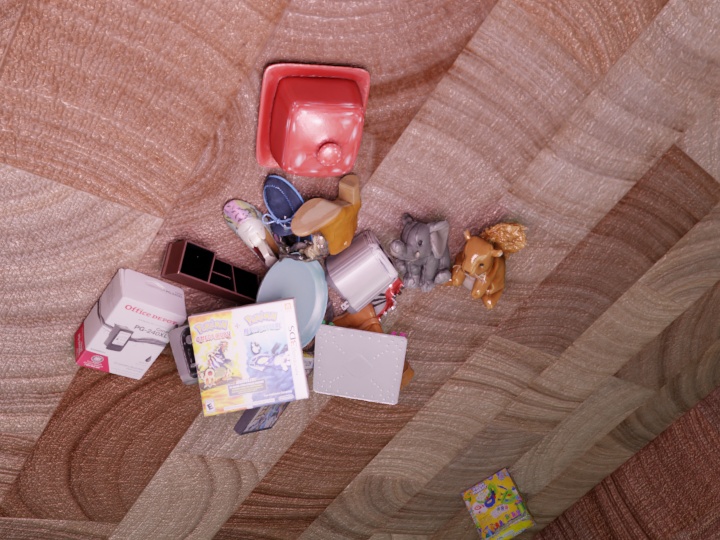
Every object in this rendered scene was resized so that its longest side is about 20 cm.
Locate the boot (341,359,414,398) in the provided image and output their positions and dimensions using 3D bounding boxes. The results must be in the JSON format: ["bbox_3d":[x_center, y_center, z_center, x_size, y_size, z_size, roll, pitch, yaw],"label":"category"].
[{"bbox_3d":[0.042,0.293,1.715,0.199,0.077,0.155,-41,139,6],"label":"boot"}]

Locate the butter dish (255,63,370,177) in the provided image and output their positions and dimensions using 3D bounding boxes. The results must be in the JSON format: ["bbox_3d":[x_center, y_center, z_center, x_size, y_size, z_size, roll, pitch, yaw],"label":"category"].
[{"bbox_3d":[-0.069,-0.233,1.104,0.195,0.149,0.203,-4,132,-22],"label":"butter dish"}]

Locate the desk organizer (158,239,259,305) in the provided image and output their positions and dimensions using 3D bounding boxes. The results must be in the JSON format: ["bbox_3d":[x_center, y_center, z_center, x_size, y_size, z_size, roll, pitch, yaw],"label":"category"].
[{"bbox_3d":[-0.284,0.007,1.263,0.198,0.073,0.076,24,160,-39],"label":"desk organizer"}]

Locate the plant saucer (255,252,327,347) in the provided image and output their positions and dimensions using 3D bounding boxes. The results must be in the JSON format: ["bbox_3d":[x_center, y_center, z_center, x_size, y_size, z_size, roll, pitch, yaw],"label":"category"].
[{"bbox_3d":[-0.140,0.064,1.278,0.198,0.027,0.205,-16,111,-49],"label":"plant saucer"}]

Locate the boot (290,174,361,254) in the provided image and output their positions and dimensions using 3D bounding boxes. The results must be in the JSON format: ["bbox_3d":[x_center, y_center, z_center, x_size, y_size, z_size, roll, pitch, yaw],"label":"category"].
[{"bbox_3d":[-0.060,-0.081,1.252,0.201,0.070,0.146,-45,151,-36],"label":"boot"}]

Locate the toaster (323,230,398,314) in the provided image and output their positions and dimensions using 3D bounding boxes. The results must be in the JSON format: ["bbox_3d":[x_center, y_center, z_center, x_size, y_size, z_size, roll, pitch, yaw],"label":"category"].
[{"bbox_3d":[0.000,0.000,1.328,0.128,0.200,0.114,-37,104,7],"label":"toaster"}]

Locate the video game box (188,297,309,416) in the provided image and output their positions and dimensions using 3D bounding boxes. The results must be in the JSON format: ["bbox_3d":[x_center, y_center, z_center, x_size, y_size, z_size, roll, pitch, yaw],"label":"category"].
[{"bbox_3d":[-0.202,0.157,1.175,0.195,0.047,0.187,-10,90,-4],"label":"video game box"}]

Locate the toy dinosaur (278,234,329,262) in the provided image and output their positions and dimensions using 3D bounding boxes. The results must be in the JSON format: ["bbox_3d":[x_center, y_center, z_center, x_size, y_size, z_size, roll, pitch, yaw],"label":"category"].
[{"bbox_3d":[-0.109,-0.035,1.192,0.086,0.200,0.049,4,86,-10],"label":"toy dinosaur"}]

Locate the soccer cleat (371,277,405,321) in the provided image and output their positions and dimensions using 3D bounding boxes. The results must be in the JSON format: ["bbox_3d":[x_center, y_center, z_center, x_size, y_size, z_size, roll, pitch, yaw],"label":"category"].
[{"bbox_3d":[0.044,0.056,1.492,0.068,0.085,0.201,-40,167,-26],"label":"soccer cleat"}]

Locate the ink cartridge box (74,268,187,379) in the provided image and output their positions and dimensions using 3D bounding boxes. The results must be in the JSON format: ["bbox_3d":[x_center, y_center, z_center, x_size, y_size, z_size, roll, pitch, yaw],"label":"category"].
[{"bbox_3d":[-0.463,0.112,1.293,0.144,0.084,0.200,24,118,-38],"label":"ink cartridge box"}]

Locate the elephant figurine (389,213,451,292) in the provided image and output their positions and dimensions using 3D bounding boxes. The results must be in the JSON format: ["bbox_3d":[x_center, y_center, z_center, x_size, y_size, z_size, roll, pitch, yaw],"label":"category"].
[{"bbox_3d":[0.129,-0.059,1.356,0.138,0.157,0.202,-18,140,3],"label":"elephant figurine"}]

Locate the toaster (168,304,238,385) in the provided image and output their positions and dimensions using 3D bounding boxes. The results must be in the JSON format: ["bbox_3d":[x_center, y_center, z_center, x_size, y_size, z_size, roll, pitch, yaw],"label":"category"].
[{"bbox_3d":[-0.263,0.148,1.306,0.177,0.121,0.200,-17,172,14],"label":"toaster"}]

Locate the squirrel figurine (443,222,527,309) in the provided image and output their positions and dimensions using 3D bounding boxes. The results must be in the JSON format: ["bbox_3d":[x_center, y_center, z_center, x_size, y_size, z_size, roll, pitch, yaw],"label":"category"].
[{"bbox_3d":[0.277,-0.039,1.429,0.201,0.141,0.187,-50,155,-10],"label":"squirrel figurine"}]

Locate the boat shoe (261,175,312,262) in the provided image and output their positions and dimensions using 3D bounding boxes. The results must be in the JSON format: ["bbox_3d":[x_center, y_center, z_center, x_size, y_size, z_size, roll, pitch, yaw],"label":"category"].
[{"bbox_3d":[-0.138,-0.092,1.241,0.083,0.069,0.202,9,144,30],"label":"boat shoe"}]

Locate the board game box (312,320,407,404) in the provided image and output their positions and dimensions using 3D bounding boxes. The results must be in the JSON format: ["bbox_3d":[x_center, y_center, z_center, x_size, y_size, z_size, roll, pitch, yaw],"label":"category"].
[{"bbox_3d":[-0.004,0.203,1.412,0.195,0.026,0.203,8,126,4],"label":"board game box"}]

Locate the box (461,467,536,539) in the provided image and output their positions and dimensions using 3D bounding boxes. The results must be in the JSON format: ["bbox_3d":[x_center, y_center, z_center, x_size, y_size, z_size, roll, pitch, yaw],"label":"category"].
[{"bbox_3d":[0.513,0.886,2.387,0.198,0.195,0.122,-31,136,8],"label":"box"}]

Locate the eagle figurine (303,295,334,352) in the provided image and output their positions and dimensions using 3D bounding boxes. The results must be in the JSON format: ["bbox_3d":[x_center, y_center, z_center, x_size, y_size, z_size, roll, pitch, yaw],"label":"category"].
[{"bbox_3d":[-0.155,0.141,1.435,0.198,0.153,0.152,-32,116,15],"label":"eagle figurine"}]

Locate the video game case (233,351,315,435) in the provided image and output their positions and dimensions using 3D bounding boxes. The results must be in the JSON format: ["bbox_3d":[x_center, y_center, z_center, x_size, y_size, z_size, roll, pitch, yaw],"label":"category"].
[{"bbox_3d":[-0.174,0.261,1.382,0.202,0.025,0.181,-55,164,0],"label":"video game case"}]

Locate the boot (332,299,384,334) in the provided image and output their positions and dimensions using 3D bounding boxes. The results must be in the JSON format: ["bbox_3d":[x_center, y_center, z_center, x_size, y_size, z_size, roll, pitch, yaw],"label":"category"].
[{"bbox_3d":[-0.012,0.159,1.488,0.072,0.156,0.203,-7,135,-28],"label":"boot"}]

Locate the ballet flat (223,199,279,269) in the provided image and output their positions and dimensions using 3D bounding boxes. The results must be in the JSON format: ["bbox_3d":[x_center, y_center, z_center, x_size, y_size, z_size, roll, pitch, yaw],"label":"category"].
[{"bbox_3d":[-0.197,-0.058,1.265,0.068,0.072,0.201,-30,136,6],"label":"ballet flat"}]
